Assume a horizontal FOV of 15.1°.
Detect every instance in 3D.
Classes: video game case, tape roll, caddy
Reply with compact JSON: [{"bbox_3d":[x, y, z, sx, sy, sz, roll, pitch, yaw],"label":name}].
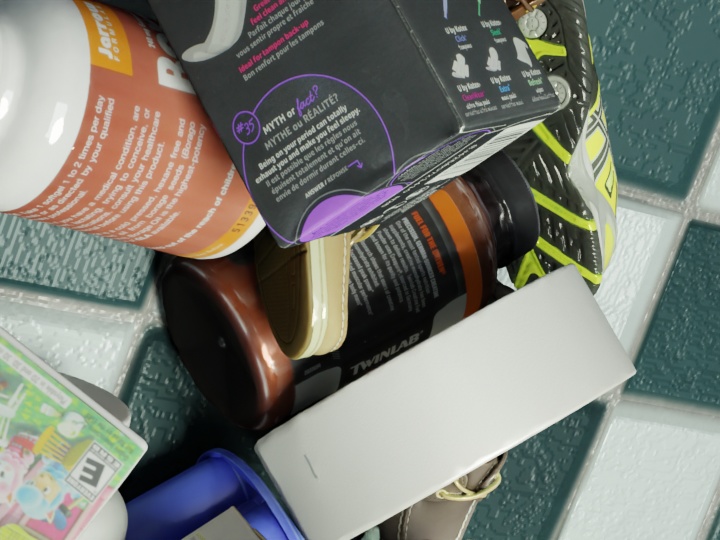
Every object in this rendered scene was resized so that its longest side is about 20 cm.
[{"bbox_3d":[-0.231,0.090,1.278,0.200,0.022,0.182,39,65,-3],"label":"video game case"},{"bbox_3d":[0.044,0.075,1.446,0.202,0.202,0.071,-28,86,-25],"label":"tape roll"},{"bbox_3d":[-0.065,0.194,1.492,0.105,0.141,0.200,-26,126,-22],"label":"caddy"}]

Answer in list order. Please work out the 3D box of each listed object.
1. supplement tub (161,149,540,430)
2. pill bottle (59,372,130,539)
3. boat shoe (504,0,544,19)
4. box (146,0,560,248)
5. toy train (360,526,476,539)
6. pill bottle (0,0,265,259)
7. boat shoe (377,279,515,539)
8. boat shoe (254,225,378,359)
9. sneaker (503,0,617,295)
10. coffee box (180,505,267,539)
[{"bbox_3d":[0.000,0.000,1.468,0.200,0.107,0.107,-27,126,-24],"label":"supplement tub"},{"bbox_3d":[-0.184,0.155,1.397,0.113,0.113,0.200,6,107,-40],"label":"pill bottle"},{"bbox_3d":[0.068,-0.166,1.463,0.200,0.068,0.072,-48,132,-8],"label":"boat shoe"},{"bbox_3d":[-0.016,-0.129,1.293,0.122,0.200,0.106,-32,172,30],"label":"box"},{"bbox_3d":[0.020,0.219,1.543,0.085,0.200,0.114,8,68,-8],"label":"toy train"},{"bbox_3d":[-0.138,-0.076,1.318,0.200,0.112,0.112,14,103,-42],"label":"pill bottle"},{"bbox_3d":[0.055,0.099,1.592,0.072,0.060,0.200,2,110,-39],"label":"boat shoe"},{"bbox_3d":[-0.014,-0.049,1.387,0.066,0.074,0.200,7,68,-22],"label":"boat shoe"},{"bbox_3d":[0.106,-0.081,1.548,0.076,0.075,0.200,-48,137,-62],"label":"sneaker"},{"bbox_3d":[-0.109,0.225,1.348,0.200,0.080,0.113,-33,122,-10],"label":"coffee box"}]
